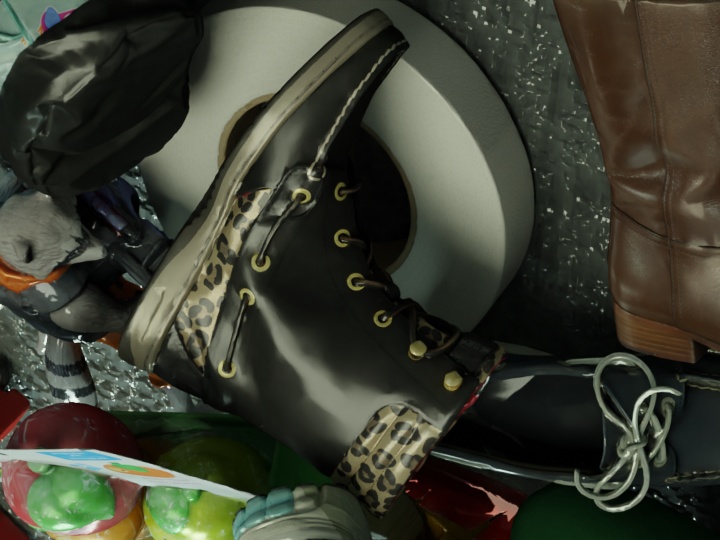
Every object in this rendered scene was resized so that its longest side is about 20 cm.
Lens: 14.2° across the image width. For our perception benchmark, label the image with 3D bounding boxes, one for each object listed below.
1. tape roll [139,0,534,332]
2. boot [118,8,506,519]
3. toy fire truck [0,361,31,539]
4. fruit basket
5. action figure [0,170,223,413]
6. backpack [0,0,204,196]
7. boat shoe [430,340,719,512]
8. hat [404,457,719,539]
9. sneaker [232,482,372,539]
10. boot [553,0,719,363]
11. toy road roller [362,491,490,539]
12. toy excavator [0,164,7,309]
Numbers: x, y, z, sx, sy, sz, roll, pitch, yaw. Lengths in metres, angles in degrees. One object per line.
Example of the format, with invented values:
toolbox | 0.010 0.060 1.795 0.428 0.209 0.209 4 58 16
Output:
tape roll | -0.014 -0.045 1.381 0.203 0.037 0.203 17 131 21
boot | 0.000 0.000 1.291 0.151 0.073 0.200 37 103 6
toy fire truck | -0.254 0.085 1.627 0.200 0.049 0.141 43 137 0
fruit basket | -0.117 0.108 1.359 0.185 0.200 0.094 -1 81 42
action figure | -0.123 0.024 1.419 0.200 0.105 0.194 39 168 30
backpack | -0.164 -0.143 1.299 0.200 0.127 0.167 52 154 12
boat shoe | 0.114 0.068 1.341 0.200 0.062 0.075 9 109 9
hat | 0.106 0.106 1.384 0.166 0.200 0.176 131 124 -69
sneaker | -0.010 0.186 1.320 0.078 0.086 0.200 -16 138 13
boot | 0.176 -0.049 1.244 0.186 0.064 0.200 5 121 27
toy road roller | 0.019 0.202 1.493 0.200 0.123 0.146 40 146 -1
toy excavator | -0.217 -0.077 1.458 0.200 0.100 0.194 42 137 -14
